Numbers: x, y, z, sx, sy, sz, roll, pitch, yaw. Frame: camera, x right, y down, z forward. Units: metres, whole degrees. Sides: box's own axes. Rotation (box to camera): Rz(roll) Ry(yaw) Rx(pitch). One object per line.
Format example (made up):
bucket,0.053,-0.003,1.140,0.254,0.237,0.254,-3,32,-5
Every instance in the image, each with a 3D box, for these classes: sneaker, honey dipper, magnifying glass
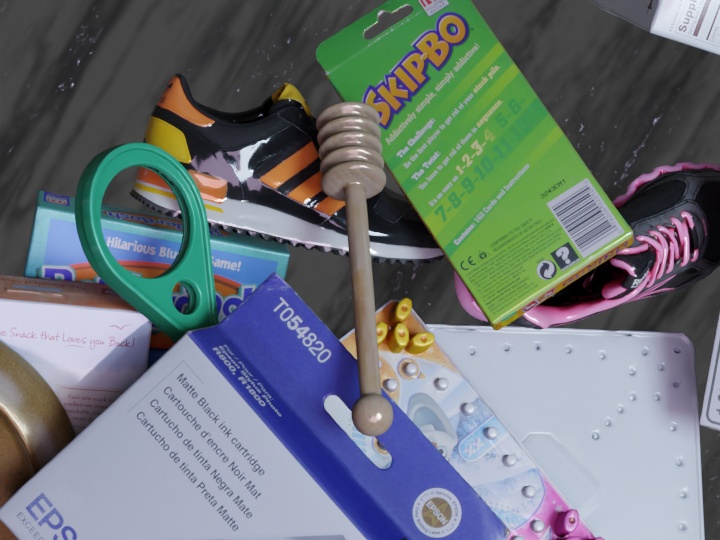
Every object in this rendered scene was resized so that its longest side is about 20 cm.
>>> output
sneaker,0.160,-0.008,1.296,0.199,0.095,0.079,-19,106,-15
sneaker,-0.029,-0.060,1.270,0.199,0.070,0.090,11,95,-15
honey dipper,0.000,0.000,1.193,0.038,0.201,0.038,-4,151,-2
magnifying glass,-0.097,0.023,1.212,0.080,0.022,0.200,-38,108,-40

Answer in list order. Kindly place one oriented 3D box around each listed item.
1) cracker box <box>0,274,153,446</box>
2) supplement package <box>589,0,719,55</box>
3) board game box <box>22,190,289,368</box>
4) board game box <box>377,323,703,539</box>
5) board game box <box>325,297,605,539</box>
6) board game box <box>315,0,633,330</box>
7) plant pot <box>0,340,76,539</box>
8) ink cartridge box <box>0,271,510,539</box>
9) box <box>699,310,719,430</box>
cracker box,-0.193,0.105,1.249,0.134,0.058,0.201,6,105,-6
supplement package,0.247,-0.186,1.215,0.199,0.191,0.147,16,102,-14
board game box,-0.137,0.065,1.298,0.152,0.045,0.201,10,103,-10
board game box,0.107,0.135,1.318,0.199,0.026,0.201,2,75,-10
board game box,0.012,0.147,1.263,0.200,0.026,0.200,-37,84,-17
board game box,0.063,-0.073,1.256,0.095,0.030,0.200,-32,75,-1
plant pot,-0.254,0.122,1.206,0.199,0.027,0.201,-1,105,-2
ink cartridge box,-0.057,0.135,1.159,0.200,0.041,0.200,-43,79,1
box,0.261,-0.005,1.302,0.060,0.117,0.201,13,106,22
